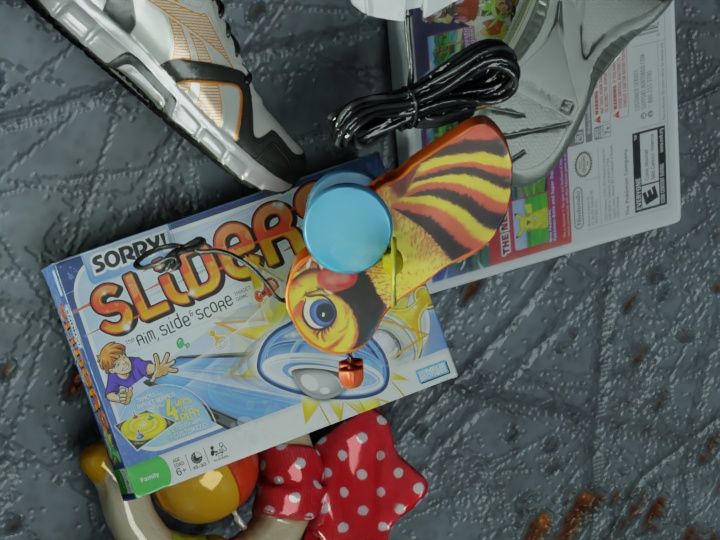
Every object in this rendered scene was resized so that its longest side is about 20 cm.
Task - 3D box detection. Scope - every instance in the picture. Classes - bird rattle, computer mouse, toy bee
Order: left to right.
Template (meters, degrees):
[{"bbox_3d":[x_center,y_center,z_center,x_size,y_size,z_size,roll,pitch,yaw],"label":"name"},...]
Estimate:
[{"bbox_3d":[-0.069,0.127,1.432,0.200,0.113,0.164,-36,105,-14],"label":"bird rattle"},{"bbox_3d":[0.000,0.000,1.353,0.199,0.131,0.109,-18,102,26],"label":"toy bee"},{"bbox_3d":[0.023,-0.167,1.310,0.109,0.044,0.201,-13,107,-15],"label":"computer mouse"}]

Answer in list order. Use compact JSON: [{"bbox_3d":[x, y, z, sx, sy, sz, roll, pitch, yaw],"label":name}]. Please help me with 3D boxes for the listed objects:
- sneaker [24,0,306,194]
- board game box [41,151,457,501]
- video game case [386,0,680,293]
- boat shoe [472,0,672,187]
[{"bbox_3d":[-0.089,-0.116,1.338,0.080,0.074,0.200,-50,124,-4],"label":"sneaker"},{"bbox_3d":[-0.059,0.029,1.399,0.199,0.034,0.136,-20,90,-20],"label":"board game box"},{"bbox_3d":[0.103,-0.101,1.475,0.181,0.023,0.201,-16,117,-22],"label":"video game case"},{"bbox_3d":[0.120,-0.140,1.424,0.074,0.065,0.203,29,89,-14],"label":"boat shoe"}]
